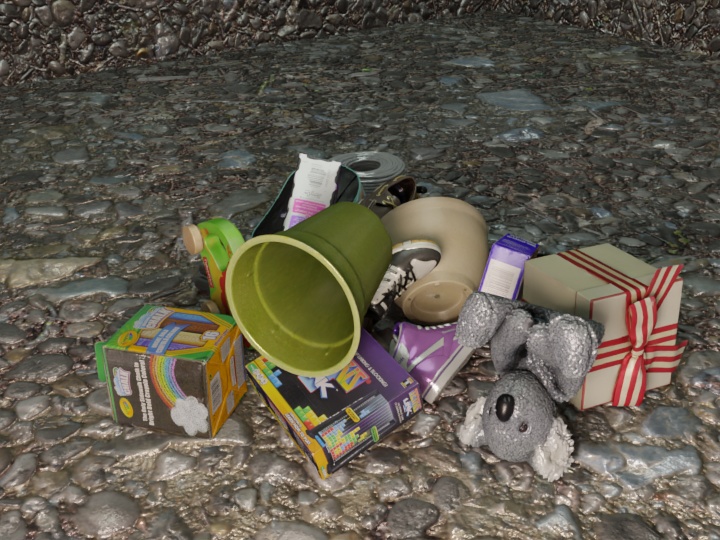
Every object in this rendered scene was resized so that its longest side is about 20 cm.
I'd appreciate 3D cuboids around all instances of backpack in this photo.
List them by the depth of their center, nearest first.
[{"bbox_3d":[-0.073,-0.085,1.575,0.172,0.154,0.204,11,68,29],"label":"backpack"}]

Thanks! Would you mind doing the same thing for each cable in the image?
[{"bbox_3d":[0.005,-0.209,1.961,0.195,0.071,0.201,-2,26,0],"label":"cable"}]

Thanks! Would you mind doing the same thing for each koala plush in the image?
[{"bbox_3d":[0.210,0.146,1.104,0.174,0.205,0.183,14,1,29],"label":"koala plush"}]

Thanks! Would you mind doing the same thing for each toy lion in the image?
[{"bbox_3d":[-0.192,0.021,1.371,0.068,0.205,0.190,-20,13,-32],"label":"toy lion"}]

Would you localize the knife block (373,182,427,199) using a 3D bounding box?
[{"bbox_3d":[0.088,-0.134,1.734,0.173,0.065,0.200,-18,17,29],"label":"knife block"}]

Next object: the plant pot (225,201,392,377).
[{"bbox_3d":[-0.048,0.002,1.178,0.196,0.204,0.190,11,34,24],"label":"plant pot"}]

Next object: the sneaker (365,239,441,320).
[{"bbox_3d":[0.036,0.029,1.299,0.197,0.076,0.089,-26,49,6],"label":"sneaker"}]

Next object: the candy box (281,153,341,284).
[{"bbox_3d":[-0.084,-0.048,1.377,0.070,0.168,0.204,11,68,-1],"label":"candy box"}]

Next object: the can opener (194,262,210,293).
[{"bbox_3d":[-0.195,0.035,1.518,0.197,0.055,0.066,17,-1,33],"label":"can opener"}]

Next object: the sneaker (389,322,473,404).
[{"bbox_3d":[0.111,0.096,1.286,0.113,0.073,0.200,37,37,13],"label":"sneaker"}]

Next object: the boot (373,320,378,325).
[{"bbox_3d":[0.000,0.000,1.387,0.072,0.204,0.075,-24,38,-23],"label":"boot"}]

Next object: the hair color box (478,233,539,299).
[{"bbox_3d":[0.230,0.010,1.384,0.063,0.112,0.200,19,12,11],"label":"hair color box"}]

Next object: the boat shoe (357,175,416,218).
[{"bbox_3d":[0.046,-0.110,1.533,0.059,0.073,0.200,-29,12,31],"label":"boat shoe"}]

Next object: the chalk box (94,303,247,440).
[{"bbox_3d":[-0.270,0.133,1.217,0.195,0.128,0.124,8,27,16],"label":"chalk box"}]

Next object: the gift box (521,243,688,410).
[{"bbox_3d":[0.352,0.067,1.251,0.196,0.189,0.187,-15,26,-19],"label":"gift box"}]

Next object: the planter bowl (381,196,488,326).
[{"bbox_3d":[0.117,0.002,1.420,0.195,0.202,0.137,-3,53,-3],"label":"planter bowl"}]

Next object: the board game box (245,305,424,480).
[{"bbox_3d":[-0.037,0.154,1.168,0.164,0.057,0.200,-32,42,-16],"label":"board game box"}]

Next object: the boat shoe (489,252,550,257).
[{"bbox_3d":[0.273,-0.016,1.555,0.196,0.068,0.070,14,29,28],"label":"boat shoe"}]

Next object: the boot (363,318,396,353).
[{"bbox_3d":[-0.035,0.111,1.319,0.144,0.072,0.199,-25,29,-29],"label":"boot"}]
